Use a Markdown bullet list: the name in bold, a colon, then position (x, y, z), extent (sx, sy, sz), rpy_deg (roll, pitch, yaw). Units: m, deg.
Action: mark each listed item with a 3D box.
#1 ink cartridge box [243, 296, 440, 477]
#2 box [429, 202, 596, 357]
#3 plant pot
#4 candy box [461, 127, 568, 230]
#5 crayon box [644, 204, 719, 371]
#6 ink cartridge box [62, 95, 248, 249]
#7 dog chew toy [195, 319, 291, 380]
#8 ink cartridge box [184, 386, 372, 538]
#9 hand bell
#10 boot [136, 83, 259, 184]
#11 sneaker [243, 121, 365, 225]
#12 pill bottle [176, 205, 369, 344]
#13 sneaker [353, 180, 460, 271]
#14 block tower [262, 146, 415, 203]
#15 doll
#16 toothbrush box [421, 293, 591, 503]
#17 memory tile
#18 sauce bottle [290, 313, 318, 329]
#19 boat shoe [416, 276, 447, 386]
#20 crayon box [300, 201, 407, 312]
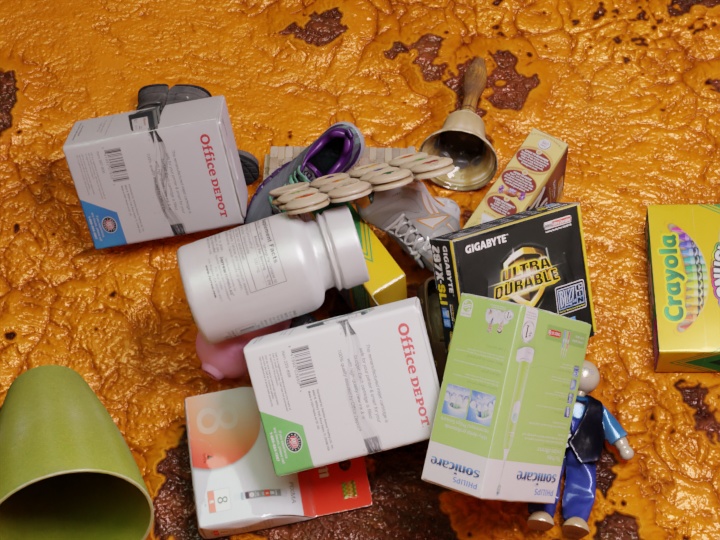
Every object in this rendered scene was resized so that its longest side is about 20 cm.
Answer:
- **ink cartridge box**: position (-0.012, 0.126, 1.440), extent (0.197, 0.084, 0.148), rpy_deg (-14, 94, 5)
- **box**: position (0.178, 0.021, 1.503), extent (0.198, 0.162, 0.049), rpy_deg (-15, 13, -33)
- **plant pot**: position (-0.339, 0.210, 1.466), extent (0.184, 0.189, 0.201), rpy_deg (-18, 45, -6)
- **candy box**: position (0.182, -0.061, 1.601), extent (0.056, 0.117, 0.201), rpy_deg (27, 66, 19)
- **crayon box**: position (0.433, 0.019, 1.570), extent (0.169, 0.059, 0.203), rpy_deg (0, 60, 4)
- **ink cartridge box**: position (-0.250, -0.122, 1.632), extent (0.197, 0.146, 0.085), rpy_deg (-9, 29, 6)
- **dog chew toy**: position (-0.127, 0.040, 1.568), extent (0.123, 0.125, 0.202), rpy_deg (26, 72, 18)
- **ink cartridge box**: position (-0.097, 0.210, 1.506), extent (0.197, 0.050, 0.164), rpy_deg (-12, 60, 1)
- **hand bell**: position (0.142, -0.213, 1.721), extent (0.102, 0.105, 0.202), rpy_deg (7, 50, 8)
- **boot**: position (-0.217, -0.189, 1.735), extent (0.197, 0.070, 0.133), rpy_deg (12, 56, 6)
- **sneaker**: position (-0.079, -0.107, 1.613), extent (0.074, 0.088, 0.200), rpy_deg (43, 97, 2)
- **pill bottle**: position (-0.096, -0.001, 1.461), extent (0.197, 0.115, 0.116), rpy_deg (-18, 60, -2)
- **sneaker**: position (0.070, -0.049, 1.571), extent (0.075, 0.199, 0.093), rpy_deg (-29, 64, 30)
- **block tower**: position (-0.027, -0.122, 1.688), extent (0.196, 0.054, 0.059), rpy_deg (-1, 61, 4)
- **doll**: position (0.243, 0.198, 1.486), extent (0.134, 0.049, 0.203), rpy_deg (9, 64, 8)
- **toothbrush box**: position (0.158, 0.139, 1.400), extent (0.085, 0.145, 0.203), rpy_deg (9, 87, 41)
- **memory tile**: position (-0.001, -0.102, 1.490), extent (0.197, 0.153, 0.017), rpy_deg (-16, 102, -10)
- **sauce bottle**: position (0.004, 0.119, 1.537), extent (0.198, 0.066, 0.066), rpy_deg (31, 66, 17)
- **boat shoe**: position (0.114, 0.096, 1.544), extent (0.071, 0.068, 0.202), rpy_deg (-20, 61, -8)
- **crayon box**: position (0.000, 0.000, 1.574), extent (0.051, 0.126, 0.201), rpy_deg (-30, 63, -13)
